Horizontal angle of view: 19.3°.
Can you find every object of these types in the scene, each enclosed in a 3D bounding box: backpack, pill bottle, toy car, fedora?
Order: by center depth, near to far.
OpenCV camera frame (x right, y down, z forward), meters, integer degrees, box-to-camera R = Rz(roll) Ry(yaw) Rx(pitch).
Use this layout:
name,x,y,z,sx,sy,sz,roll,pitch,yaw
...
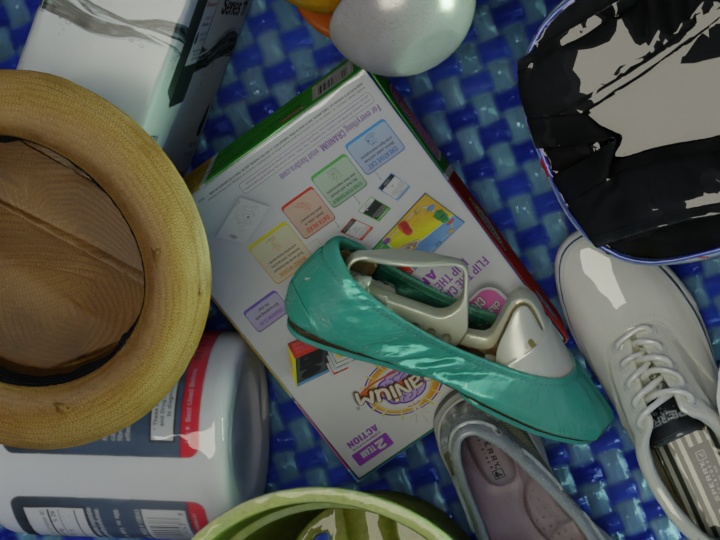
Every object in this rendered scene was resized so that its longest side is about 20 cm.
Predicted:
name,x,y,z,sx,sy,sz,roll,pitch,yaw
fedora,-0.169,-0.009,1.092,0.198,0.082,0.203,1,98,4
backpack,0.183,-0.095,1.133,0.189,0.154,0.202,-21,85,3
toy car,0.043,-0.196,1.149,0.199,0.150,0.176,-29,69,5
pill bottle,-0.160,0.094,1.226,0.198,0.120,0.121,1,95,10

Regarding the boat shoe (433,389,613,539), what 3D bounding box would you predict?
name,x,y,z,sx,sy,sz,roll,pitch,yaw
boat shoe,0.103,0.159,1.198,0.074,0.065,0.203,-25,106,11

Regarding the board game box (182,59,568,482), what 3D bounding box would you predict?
name,x,y,z,sx,sy,sz,roll,pitch,yaw
board game box,0.000,0.000,1.196,0.152,0.040,0.201,-34,108,11

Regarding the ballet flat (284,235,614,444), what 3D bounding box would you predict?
name,x,y,z,sx,sy,sz,roll,pitch,yaw
ballet flat,0.058,0.034,1.150,0.198,0.068,0.071,21,118,-8

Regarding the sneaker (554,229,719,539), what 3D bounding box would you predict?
name,x,y,z,sx,sy,sz,roll,pitch,yaw
sneaker,0.172,0.064,1.187,0.073,0.071,0.201,-31,89,11

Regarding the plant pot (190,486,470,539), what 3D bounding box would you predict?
name,x,y,z,sx,sy,sz,roll,pitch,yaw
plant pot,-0.002,0.202,1.174,0.198,0.184,0.203,1,96,11

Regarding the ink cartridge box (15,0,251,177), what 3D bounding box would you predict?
name,x,y,z,sx,sy,sz,roll,pitch,yaw
ink cartridge box,-0.127,-0.127,1.188,0.082,0.147,0.202,22,99,7

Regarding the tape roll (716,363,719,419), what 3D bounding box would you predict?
name,x,y,z,sx,sy,sz,roll,pitch,yaw
tape roll,0.289,0.071,1.114,0.201,0.071,0.204,18,118,37
